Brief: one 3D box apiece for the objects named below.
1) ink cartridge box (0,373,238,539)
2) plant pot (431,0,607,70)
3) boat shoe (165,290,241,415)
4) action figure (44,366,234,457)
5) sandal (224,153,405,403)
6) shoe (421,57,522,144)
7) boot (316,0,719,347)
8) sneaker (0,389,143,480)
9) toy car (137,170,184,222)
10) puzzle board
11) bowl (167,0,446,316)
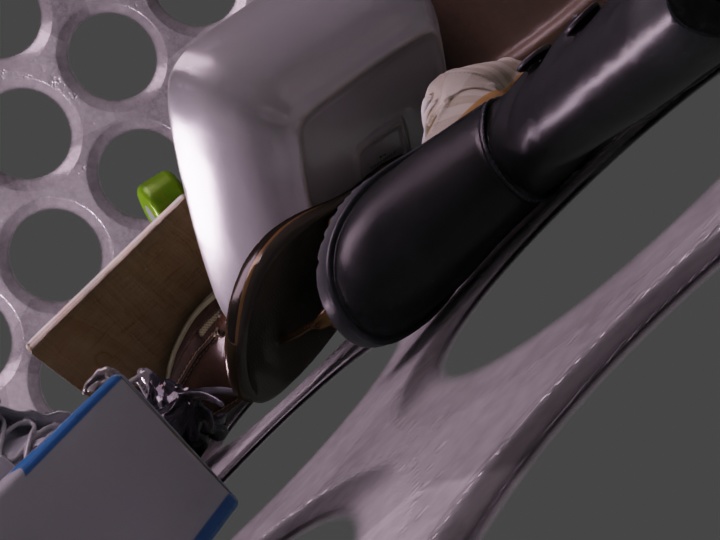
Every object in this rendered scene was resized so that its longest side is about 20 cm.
[{"bbox_3d":[-0.165,0.158,0.598,0.200,0.084,0.145,-41,7,36],"label":"ink cartridge box"},{"bbox_3d":[0.096,-0.210,0.907,0.199,0.175,0.200,-36,12,9],"label":"plant pot"},{"bbox_3d":[-0.071,0.039,0.957,0.203,0.074,0.075,-51,23,16],"label":"boat shoe"},{"bbox_3d":[-0.163,0.118,0.865,0.200,0.102,0.119,-44,-8,20],"label":"action figure"},{"bbox_3d":[0.000,0.000,0.760,0.054,0.083,0.199,14,39,43],"label":"sandal"},{"bbox_3d":[0.060,-0.075,0.748,0.200,0.053,0.071,-41,-37,-63],"label":"shoe"},{"bbox_3d":[0.078,-0.056,0.549,0.165,0.066,0.199,-49,11,-33],"label":"boot"},{"bbox_3d":[-0.177,0.087,0.698,0.114,0.200,0.076,-34,23,30],"label":"sneaker"},{"bbox_3d":[-0.063,-0.055,1.061,0.163,0.159,0.200,-33,7,-15],"label":"toy car"},{"bbox_3d":[-0.136,0.046,1.000,0.151,0.017,0.200,-45,-37,-4],"label":"puzzle board"},{"bbox_3d":[-0.010,-0.072,0.825,0.074,0.202,0.199,20,44,38],"label":"bowl"}]
